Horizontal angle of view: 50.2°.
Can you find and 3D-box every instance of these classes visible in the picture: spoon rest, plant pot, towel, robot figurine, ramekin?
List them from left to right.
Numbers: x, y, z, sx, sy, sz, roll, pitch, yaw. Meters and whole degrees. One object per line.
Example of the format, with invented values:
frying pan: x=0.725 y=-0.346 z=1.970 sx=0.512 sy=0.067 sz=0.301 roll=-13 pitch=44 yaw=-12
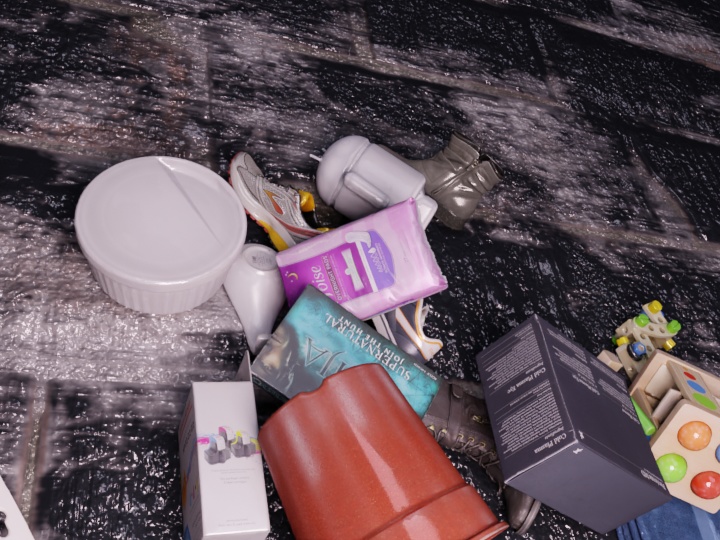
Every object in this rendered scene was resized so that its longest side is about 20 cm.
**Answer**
ramekin: x=-0.244 y=-0.037 z=0.949 sx=0.200 sy=0.095 sz=0.204 roll=8 pitch=52 yaw=-10
spoon rest: x=-0.131 y=0.037 z=0.990 sx=0.098 sy=0.061 sz=0.201 roll=8 pitch=38 yaw=-21
plant pot: x=0.007 y=0.211 z=0.742 sx=0.199 sy=0.201 sz=0.196 roll=-16 pitch=62 yaw=-34
robot figurine: x=0.017 y=-0.122 z=1.135 sx=0.199 sy=0.114 sz=0.170 roll=33 pitch=7 yaw=3
towel: x=0.428 y=0.336 z=1.011 sx=0.198 sy=0.049 sz=0.113 roll=10 pitch=50 yaw=-18

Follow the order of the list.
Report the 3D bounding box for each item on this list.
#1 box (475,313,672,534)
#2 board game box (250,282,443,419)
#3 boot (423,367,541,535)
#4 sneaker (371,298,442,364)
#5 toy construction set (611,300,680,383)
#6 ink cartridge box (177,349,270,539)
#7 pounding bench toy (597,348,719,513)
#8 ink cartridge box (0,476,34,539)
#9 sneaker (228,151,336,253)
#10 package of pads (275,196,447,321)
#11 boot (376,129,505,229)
box: x=0.251 y=0.186 z=0.926 sx=0.199 sy=0.104 sz=0.183 roll=33 pitch=32 yaw=-30
board game box: x=-0.016 y=0.124 z=0.887 sx=0.199 sy=0.028 sz=0.136 roll=35 pitch=58 yaw=-1
boot: x=0.134 y=0.220 z=0.958 sx=0.172 sy=0.070 sz=0.201 roll=19 pitch=38 yaw=-10
sneaker: x=0.042 y=0.038 z=1.033 sx=0.079 sy=0.078 sz=0.202 roll=-27 pitch=72 yaw=2
toy construction set: x=0.457 y=0.142 z=1.157 sx=0.130 sy=0.093 sz=0.201 roll=-4 pitch=45 yaw=-28
ink cartridge box: x=-0.149 y=0.196 z=0.805 sx=0.067 sy=0.116 sz=0.202 roll=3 pitch=52 yaw=-22
pounding bench toy: x=0.399 y=0.199 z=1.017 sx=0.198 sy=0.125 sz=0.156 roll=25 pitch=23 yaw=-4
ink cartridge box: x=-0.394 y=0.268 z=0.665 sx=0.199 sy=0.068 sz=0.117 roll=-25 pitch=68 yaw=-36
sneaker: x=-0.105 y=-0.091 z=1.064 sx=0.200 sy=0.082 sz=0.078 roll=49 pitch=17 yaw=12
package of pads: x=0.000 y=0.000 z=0.967 sx=0.198 sy=0.076 sz=0.122 roll=-21 pitch=81 yaw=10
boot: x=0.120 y=-0.170 z=1.204 sx=0.199 sy=0.131 sz=0.068 roll=36 pitch=30 yaw=3
